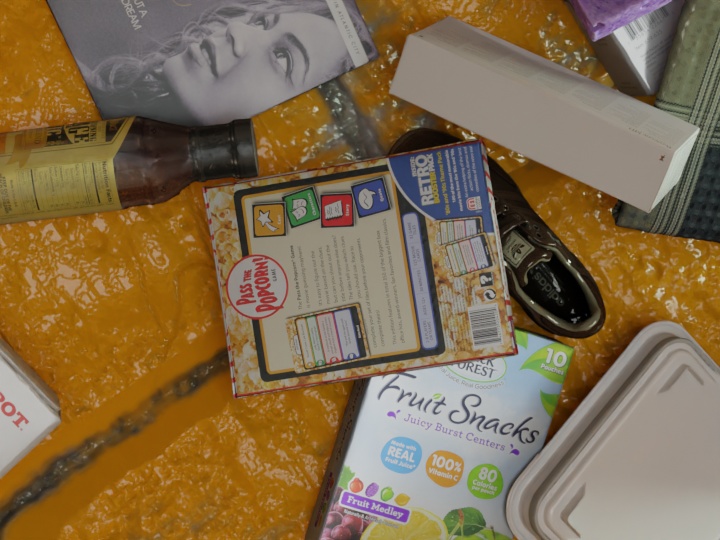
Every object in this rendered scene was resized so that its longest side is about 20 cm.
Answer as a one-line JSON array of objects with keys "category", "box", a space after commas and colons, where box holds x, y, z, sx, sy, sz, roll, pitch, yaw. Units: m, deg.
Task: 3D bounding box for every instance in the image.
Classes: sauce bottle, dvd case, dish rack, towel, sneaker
[{"category": "sauce bottle", "box": [-0.170, -0.073, 1.204, 0.199, 0.066, 0.066, -8, 97, -3]}, {"category": "dvd case", "box": [-0.106, -0.177, 1.240, 0.199, 0.016, 0.149, -26, 99, -7]}, {"category": "dish rack", "box": [0.219, 0.157, 1.294, 0.172, 0.044, 0.200, 45, 79, -23]}, {"category": "towel", "box": [0.289, -0.113, 1.271, 0.192, 0.035, 0.201, 7, 113, -23]}, {"category": "sneaker", "box": [0.106, -0.029, 1.263, 0.200, 0.076, 0.070, 41, 88, -12]}]

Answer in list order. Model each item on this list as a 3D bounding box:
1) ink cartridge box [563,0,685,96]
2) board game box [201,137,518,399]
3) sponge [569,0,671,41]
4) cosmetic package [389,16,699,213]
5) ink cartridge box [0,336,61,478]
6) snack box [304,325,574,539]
[{"category": "ink cartridge box", "box": [0.192, -0.240, 1.260, 0.116, 0.067, 0.200, -34, 101, -4]}, {"category": "board game box", "box": [0.000, 0.000, 1.223, 0.199, 0.046, 0.152, -9, 87, 7]}, {"category": "sponge", "box": [0.217, -0.248, 1.192, 0.199, 0.030, 0.112, -28, 73, -5]}, {"category": "cosmetic package", "box": [0.127, -0.109, 1.212, 0.199, 0.083, 0.051, 26, 113, 14]}, {"category": "ink cartridge box", "box": [-0.323, 0.110, 1.197, 0.200, 0.084, 0.145, -43, 101, -3]}, {"category": "snack box", "box": [0.056, 0.128, 1.282, 0.142, 0.053, 0.201, 18, 92, -12]}]
